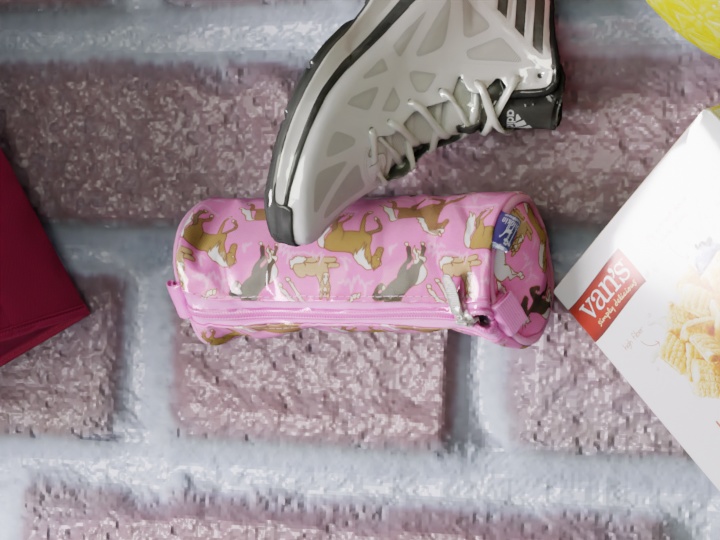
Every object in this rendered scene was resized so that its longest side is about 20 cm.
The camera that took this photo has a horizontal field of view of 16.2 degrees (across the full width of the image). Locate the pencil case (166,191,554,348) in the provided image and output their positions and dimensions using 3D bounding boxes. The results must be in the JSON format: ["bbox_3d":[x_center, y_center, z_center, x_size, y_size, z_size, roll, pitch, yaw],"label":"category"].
[{"bbox_3d":[0.000,0.000,1.329,0.199,0.086,0.083,0,83,25],"label":"pencil case"}]

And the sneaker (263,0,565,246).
[{"bbox_3d":[0.038,-0.084,1.293,0.115,0.076,0.201,23,66,18],"label":"sneaker"}]

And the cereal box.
[{"bbox_3d":[0.202,0.035,1.242,0.200,0.039,0.144,50,128,17],"label":"cereal box"}]

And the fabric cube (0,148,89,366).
[{"bbox_3d":[-0.307,-0.008,1.387,0.196,0.200,0.200,-28,87,19],"label":"fabric cube"}]

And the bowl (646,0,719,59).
[{"bbox_3d":[0.207,-0.179,1.150,0.199,0.108,0.201,2,103,7],"label":"bowl"}]
